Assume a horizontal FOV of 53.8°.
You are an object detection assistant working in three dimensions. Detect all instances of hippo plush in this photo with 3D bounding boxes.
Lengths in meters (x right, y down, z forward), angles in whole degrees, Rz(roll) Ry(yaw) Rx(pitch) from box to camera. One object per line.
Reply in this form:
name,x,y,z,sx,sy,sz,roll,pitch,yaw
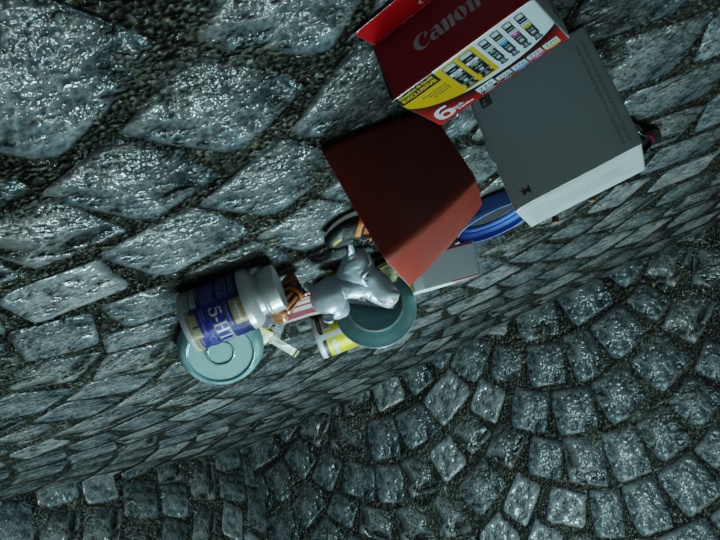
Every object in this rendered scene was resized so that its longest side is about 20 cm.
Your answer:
hippo plush,-0.020,0.047,1.478,0.160,0.160,0.200,-42,165,0

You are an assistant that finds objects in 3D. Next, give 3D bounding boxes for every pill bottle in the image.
pill bottle,-0.249,0.067,1.390,0.195,0.123,0.120,-22,164,1
pill bottle,-0.028,0.151,1.934,0.195,0.117,0.115,-21,164,1

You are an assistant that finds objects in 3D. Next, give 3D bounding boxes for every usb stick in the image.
usb stick,-0.011,0.055,1.641,0.194,0.033,0.056,7,134,8

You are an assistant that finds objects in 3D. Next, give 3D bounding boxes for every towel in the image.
towel,-0.146,0.091,1.768,0.140,0.023,0.201,-17,163,-14

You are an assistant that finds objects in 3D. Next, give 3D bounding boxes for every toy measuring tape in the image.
toy measuring tape,-0.225,0.137,1.655,0.198,0.075,0.073,33,132,-32

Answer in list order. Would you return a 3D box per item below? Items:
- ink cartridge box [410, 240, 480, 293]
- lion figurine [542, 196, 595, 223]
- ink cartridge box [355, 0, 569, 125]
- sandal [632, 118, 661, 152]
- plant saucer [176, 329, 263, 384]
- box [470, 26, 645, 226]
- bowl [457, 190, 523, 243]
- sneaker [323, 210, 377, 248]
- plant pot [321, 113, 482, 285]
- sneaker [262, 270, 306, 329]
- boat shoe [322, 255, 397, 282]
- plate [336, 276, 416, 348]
ink cartridge box,0.184,-0.002,1.696,0.141,0.086,0.200,-15,176,-11
lion figurine,0.429,-0.181,1.545,0.197,0.125,0.072,-31,-159,-25
ink cartridge box,0.120,-0.278,0.842,0.198,0.086,0.174,-30,161,30
sandal,0.584,-0.274,1.497,0.074,0.046,0.197,-33,160,35
plant saucer,-0.314,0.179,1.595,0.194,0.028,0.205,-5,119,-9
box,0.294,-0.208,1.067,0.196,0.204,0.130,-26,163,20
bowl,0.305,-0.125,1.625,0.196,0.040,0.201,-20,163,-6
sneaker,0.024,-0.073,1.346,0.196,0.092,0.070,-25,163,11
plant pot,0.080,-0.126,1.105,0.174,0.203,0.200,-34,162,6
sneaker,-0.178,0.061,1.534,0.112,0.078,0.198,-49,-154,-25
boat shoe,0.002,0.001,1.616,0.196,0.065,0.073,-7,-158,-28
plate,0.035,0.084,1.667,0.195,0.204,0.026,-19,151,-5
